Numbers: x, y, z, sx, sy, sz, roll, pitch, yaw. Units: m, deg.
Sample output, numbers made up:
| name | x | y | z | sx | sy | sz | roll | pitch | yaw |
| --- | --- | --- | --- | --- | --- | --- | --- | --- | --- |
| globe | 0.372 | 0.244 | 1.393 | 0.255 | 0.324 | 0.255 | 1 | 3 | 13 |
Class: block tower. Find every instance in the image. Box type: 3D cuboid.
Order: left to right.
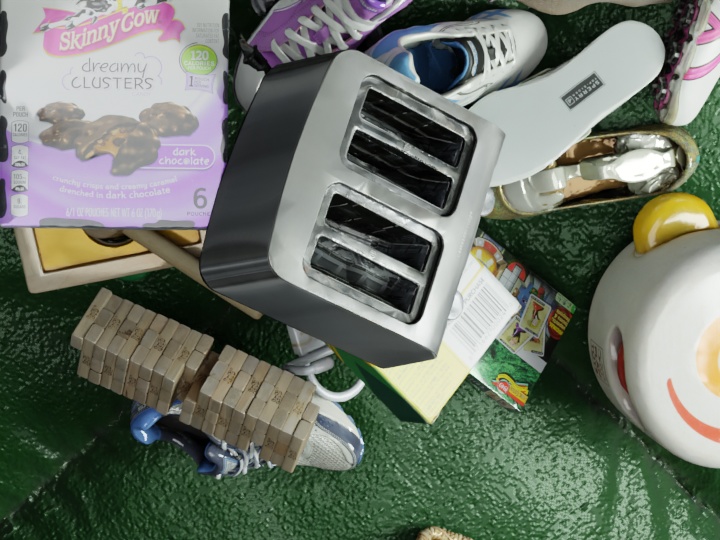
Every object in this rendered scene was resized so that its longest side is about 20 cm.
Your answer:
| name | x | y | z | sx | sy | sz | roll | pitch | yaw |
| --- | --- | --- | --- | --- | --- | --- | --- | --- | --- |
| block tower | -0.130 | 0.087 | 1.586 | 0.199 | 0.054 | 0.058 | 25 | 142 | 3 |

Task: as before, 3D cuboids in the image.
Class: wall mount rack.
| name | x | y | z | sx | sy | sz | roll | pitch | yaw |
| --- | --- | --- | --- | --- | --- | --- | --- | --- | --- |
| wall mount rack | 0.000 | 0.000 | 1.616 | 0.173 | 0.074 | 0.201 | -21 | 99 | -30 |

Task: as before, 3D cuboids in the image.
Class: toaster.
| name | x | y | z | sx | sy | sz | roll | pitch | yaw |
| --- | --- | --- | --- | --- | --- | --- | --- | --- | --- |
| toaster | -0.009 | -0.049 | 1.424 | 0.199 | 0.118 | 0.182 | 26 | 73 | -26 |

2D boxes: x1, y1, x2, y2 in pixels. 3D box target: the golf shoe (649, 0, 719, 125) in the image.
| name | x | y | z | sx | sy | sz | roll | pitch | yaw |
| --- | --- | --- | --- | --- | --- | --- | --- | --- | --- |
| golf shoe | 0.296 | -0.200 | 1.575 | 0.092 | 0.073 | 0.201 | 21 | 103 | -8 |

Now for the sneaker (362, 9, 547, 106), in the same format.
| name | x | y | z | sx | sy | sz | roll | pitch | yaw |
| --- | --- | --- | --- | --- | --- | --- | --- | --- | --- |
| sneaker | 0.081 | -0.160 | 1.534 | 0.199 | 0.072 | 0.072 | -20 | 102 | -41 |

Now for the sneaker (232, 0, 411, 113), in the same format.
| name | x | y | z | sx | sy | sz | roll | pitch | yaw |
| --- | --- | --- | --- | --- | --- | --- | --- | --- | --- |
| sneaker | -0.020 | -0.188 | 1.485 | 0.200 | 0.114 | 0.073 | -45 | 97 | 6 |

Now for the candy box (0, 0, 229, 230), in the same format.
| name | x | y | z | sx | sy | sz | roll | pitch | yaw |
| --- | --- | --- | --- | --- | --- | --- | --- | --- | --- |
| candy box | -0.179 | -0.130 | 1.469 | 0.167 | 0.072 | 0.202 | 0 | 91 | -4 |

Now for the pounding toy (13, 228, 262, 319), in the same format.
| name | x | y | z | sx | sy | sz | roll | pitch | yaw |
| --- | --- | --- | --- | --- | --- | --- | --- | --- | --- |
| pounding toy | -0.179 | -0.059 | 1.563 | 0.183 | 0.142 | 0.201 | -11 | 104 | 2 |

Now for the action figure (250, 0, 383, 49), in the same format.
| name | x | y | z | sx | sy | sz | roll | pitch | yaw |
| --- | --- | --- | --- | --- | --- | --- | --- | --- | --- |
| action figure | -0.012 | -0.203 | 1.570 | 0.129 | 0.069 | 0.201 | -19 | 101 | 9 |

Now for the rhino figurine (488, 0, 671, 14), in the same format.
| name | x | y | z | sx | sy | sz | roll | pitch | yaw |
| --- | --- | --- | --- | --- | --- | --- | --- | --- | --- |
| rhino figurine | 0.166 | -0.245 | 1.567 | 0.199 | 0.060 | 0.088 | -5 | 101 | 3 |

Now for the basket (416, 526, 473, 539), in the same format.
| name | x | y | z | sx | sy | sz | roll | pitch | yaw |
| --- | --- | --- | --- | --- | --- | --- | --- | --- | --- |
| basket | 0.111 | 0.329 | 1.669 | 0.199 | 0.143 | 0.150 | 25 | 103 | -8 |

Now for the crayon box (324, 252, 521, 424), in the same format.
| name | x | y | z | sx | sy | sz | roll | pitch | yaw |
| --- | --- | --- | --- | --- | --- | --- | --- | --- | --- |
| crayon box | 0.015 | 0.005 | 1.535 | 0.200 | 0.051 | 0.127 | 47 | 69 | -19 |

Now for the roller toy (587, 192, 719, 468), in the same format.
| name | x | y | z | sx | sy | sz | roll | pitch | yaw |
| --- | --- | --- | --- | --- | --- | --- | --- | --- | --- |
| roller toy | 0.278 | 0.054 | 1.604 | 0.199 | 0.140 | 0.183 | 30 | 94 | -17 |

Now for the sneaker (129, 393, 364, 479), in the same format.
| name | x | y | z | sx | sy | sz | roll | pitch | yaw |
| --- | --- | --- | --- | --- | --- | --- | --- | --- | --- |
| sneaker | -0.097 | 0.138 | 1.635 | 0.199 | 0.085 | 0.077 | 15 | 135 | 0 |

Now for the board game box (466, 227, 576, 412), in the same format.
| name | x | y | z | sx | sy | sz | roll | pitch | yaw |
| --- | --- | --- | --- | --- | --- | --- | --- | --- | --- |
| board game box | 0.077 | 0.017 | 1.608 | 0.200 | 0.023 | 0.105 | 37 | 74 | -22 |

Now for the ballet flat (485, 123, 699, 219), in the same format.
| name | x | y | z | sx | sy | sz | roll | pitch | yaw |
| --- | --- | --- | --- | --- | --- | --- | --- | --- | --- |
| ballet flat | 0.175 | -0.079 | 1.606 | 0.199 | 0.071 | 0.071 | -9 | 104 | 1 |

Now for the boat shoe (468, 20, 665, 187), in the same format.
| name | x | y | z | sx | sy | sz | roll | pitch | yaw |
| --- | --- | --- | --- | --- | --- | --- | --- | --- | --- |
| boat shoe | 0.150 | -0.123 | 1.574 | 0.199 | 0.064 | 0.071 | -31 | 86 | -10 |
